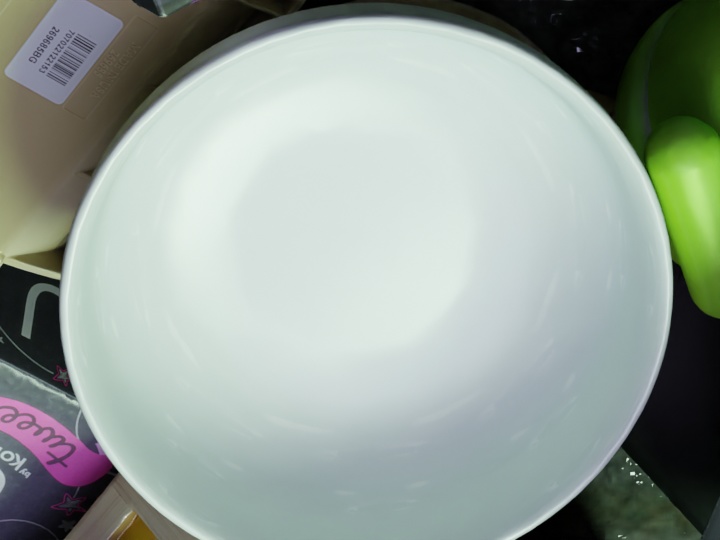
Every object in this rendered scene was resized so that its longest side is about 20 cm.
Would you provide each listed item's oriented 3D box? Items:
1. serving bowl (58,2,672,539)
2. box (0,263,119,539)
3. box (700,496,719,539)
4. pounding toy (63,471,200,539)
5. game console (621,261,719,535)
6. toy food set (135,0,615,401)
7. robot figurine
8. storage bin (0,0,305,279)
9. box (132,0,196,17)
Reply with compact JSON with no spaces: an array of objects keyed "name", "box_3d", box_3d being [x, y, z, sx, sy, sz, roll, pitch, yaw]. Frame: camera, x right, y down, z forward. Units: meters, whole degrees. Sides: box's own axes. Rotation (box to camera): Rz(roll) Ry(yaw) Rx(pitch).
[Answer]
[{"name":"serving bowl","box_3d":[0.000,0.000,0.844,0.199,0.066,0.201,-2,116,-5]},{"name":"box","box_3d":[-0.178,0.026,0.952,0.199,0.115,0.132,29,124,-25]},{"name":"box","box_3d":[0.151,0.088,0.891,0.043,0.200,0.161,25,101,13]},{"name":"pounding toy","box_3d":[-0.073,0.202,0.897,0.200,0.184,0.142,-50,150,11]},{"name":"game console","box_3d":[0.214,0.030,1.037,0.200,0.117,0.175,-41,151,29]},{"name":"toy food set","box_3d":[0.009,0.000,0.930,0.200,0.049,0.199,32,94,-33]},{"name":"robot figurine","box_3d":[0.164,-0.059,0.864,0.116,0.176,0.200,44,149,-10]},{"name":"storage bin","box_3d":[-0.129,-0.121,0.842,0.198,0.094,0.200,28,123,-25]},{"name":"box","box_3d":[-0.004,-0.183,0.755,0.199,0.036,0.144,-30,112,-13]}]
